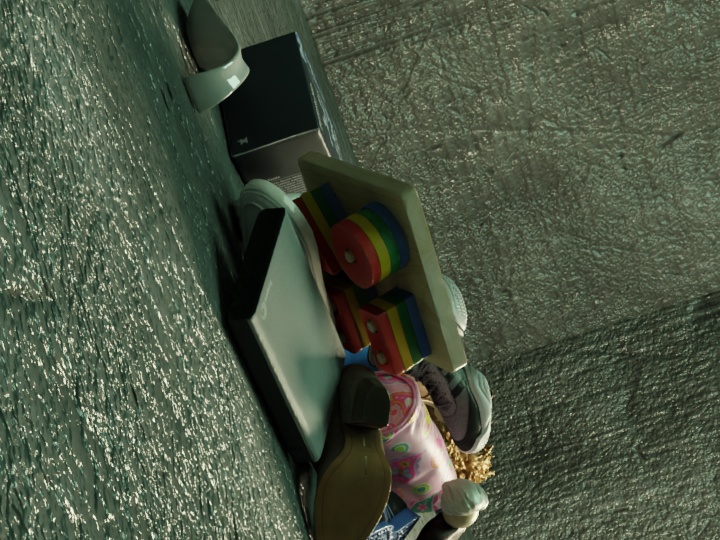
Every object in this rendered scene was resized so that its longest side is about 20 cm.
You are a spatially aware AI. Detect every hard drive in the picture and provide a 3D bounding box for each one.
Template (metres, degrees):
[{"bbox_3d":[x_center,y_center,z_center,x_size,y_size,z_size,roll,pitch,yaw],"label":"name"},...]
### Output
[{"bbox_3d":[-0.067,0.062,1.470,0.141,0.032,0.201,-75,154,-42],"label":"hard drive"}]

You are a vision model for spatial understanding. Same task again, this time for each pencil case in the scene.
[{"bbox_3d":[0.047,0.190,1.701,0.201,0.086,0.088,67,7,-51],"label":"pencil case"}]

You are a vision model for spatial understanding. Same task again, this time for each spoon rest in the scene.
[{"bbox_3d":[-0.148,-0.227,1.644,0.201,0.060,0.100,-98,170,-60],"label":"spoon rest"}]

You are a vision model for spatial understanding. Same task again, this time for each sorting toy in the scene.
[{"bbox_3d":[0.000,0.000,1.575,0.199,0.069,0.201,24,-43,55],"label":"sorting toy"}]

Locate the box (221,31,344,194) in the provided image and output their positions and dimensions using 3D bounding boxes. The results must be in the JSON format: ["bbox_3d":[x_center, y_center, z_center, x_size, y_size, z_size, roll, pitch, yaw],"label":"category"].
[{"bbox_3d":[-0.085,-0.148,1.831,0.201,0.106,0.150,65,10,-56],"label":"box"}]

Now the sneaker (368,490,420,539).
[{"bbox_3d":[-0.003,0.260,1.624,0.078,0.071,0.200,37,8,15],"label":"sneaker"}]

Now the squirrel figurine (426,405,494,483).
[{"bbox_3d":[0.089,0.242,2.204,0.199,0.141,0.189,33,-46,40],"label":"squirrel figurine"}]

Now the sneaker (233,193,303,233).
[{"bbox_3d":[-0.085,-0.035,1.684,0.200,0.074,0.090,-7,85,-74],"label":"sneaker"}]

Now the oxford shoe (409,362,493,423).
[{"bbox_3d":[0.084,0.115,1.809,0.199,0.071,0.072,32,34,-47],"label":"oxford shoe"}]

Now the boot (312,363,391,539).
[{"bbox_3d":[-0.020,0.190,1.556,0.146,0.070,0.202,-18,-128,71],"label":"boot"}]

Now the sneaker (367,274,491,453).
[{"bbox_3d":[0.071,0.112,1.719,0.075,0.113,0.203,-9,-84,55],"label":"sneaker"}]

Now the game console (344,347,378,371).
[{"bbox_3d":[-0.019,0.046,1.794,0.174,0.117,0.201,83,-5,-45],"label":"game console"}]

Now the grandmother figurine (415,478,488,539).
[{"bbox_3d":[0.084,0.300,1.729,0.060,0.201,0.121,37,38,12],"label":"grandmother figurine"}]

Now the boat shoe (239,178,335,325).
[{"bbox_3d":[-0.083,0.008,1.554,0.069,0.071,0.202,-49,139,-41],"label":"boat shoe"}]
